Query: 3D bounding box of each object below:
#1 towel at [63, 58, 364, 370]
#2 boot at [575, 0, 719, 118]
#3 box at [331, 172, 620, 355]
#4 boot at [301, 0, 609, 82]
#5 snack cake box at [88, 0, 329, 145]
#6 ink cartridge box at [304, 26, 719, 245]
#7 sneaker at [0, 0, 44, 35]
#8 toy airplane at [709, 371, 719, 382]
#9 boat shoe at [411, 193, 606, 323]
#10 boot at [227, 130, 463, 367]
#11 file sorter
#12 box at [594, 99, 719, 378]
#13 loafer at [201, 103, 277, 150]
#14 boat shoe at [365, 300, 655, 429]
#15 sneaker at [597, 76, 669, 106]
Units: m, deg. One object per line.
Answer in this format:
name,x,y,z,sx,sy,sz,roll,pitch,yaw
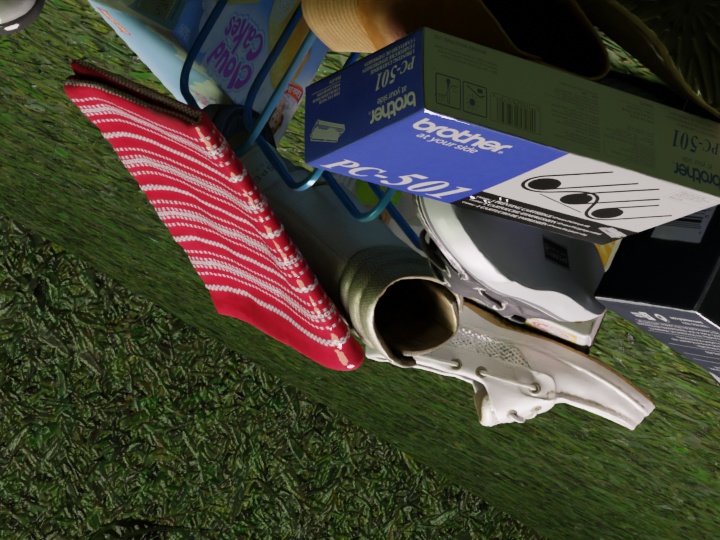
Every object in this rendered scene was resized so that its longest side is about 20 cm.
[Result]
towel,-0.083,-0.029,1.396,0.144,0.022,0.200,25,154,48
boot,0.113,-0.143,1.282,0.175,0.066,0.200,41,166,-24
box,0.082,-0.035,1.638,0.199,0.113,0.101,24,173,7
boot,0.076,-0.098,1.248,0.143,0.071,0.201,6,159,48
snack cake box,-0.083,-0.166,1.509,0.067,0.116,0.200,22,170,22
ink cartridge box,0.078,-0.062,1.204,0.199,0.045,0.094,14,158,-36
sneaker,-0.238,-0.240,1.406,0.108,0.067,0.203,96,155,-74
toy airplane,0.264,0.033,1.553,0.199,0.142,0.199,14,-165,-17
boat shoe,0.068,-0.012,1.327,0.066,0.071,0.200,-14,162,25
boot,0.000,0.000,1.475,0.154,0.072,0.200,37,-179,27
file sorter,0.014,-0.098,1.405,0.199,0.123,0.139,25,-165,-29
box,0.258,-0.001,1.372,0.199,0.149,0.107,31,170,-25
loafer,-0.083,-0.055,1.548,0.062,0.072,0.200,10,167,17
boat shoe,0.097,0.072,1.640,0.199,0.070,0.071,23,172,0
sneaker,0.129,-0.079,1.522,0.199,0.077,0.075,16,165,44
